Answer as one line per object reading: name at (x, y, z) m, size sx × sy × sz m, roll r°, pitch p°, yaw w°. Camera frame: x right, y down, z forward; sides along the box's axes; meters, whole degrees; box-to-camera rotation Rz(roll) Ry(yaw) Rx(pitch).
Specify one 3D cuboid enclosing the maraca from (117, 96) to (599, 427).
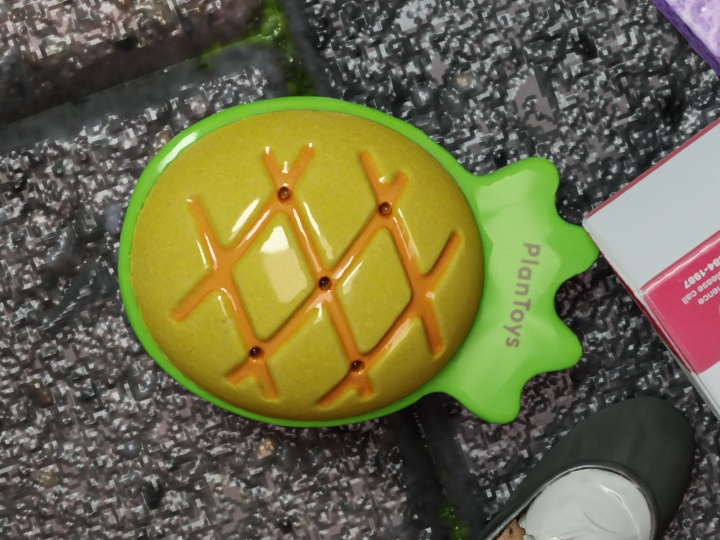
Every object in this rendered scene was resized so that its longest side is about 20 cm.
maraca at (0.000, 0.000, 0.781) m, size 0.199 × 0.107 × 0.137 m, roll 8°, pitch 101°, yaw -10°

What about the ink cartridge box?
ink cartridge box at (0.210, 0.023, 0.785) m, size 0.145 × 0.083 × 0.200 m, roll -36°, pitch 115°, yaw 4°

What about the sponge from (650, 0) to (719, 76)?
sponge at (0.228, -0.151, 0.805) m, size 0.200 × 0.030 × 0.112 m, roll -42°, pitch 99°, yaw 4°

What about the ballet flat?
ballet flat at (0.076, 0.139, 0.827) m, size 0.068 × 0.068 × 0.200 m, roll 44°, pitch 95°, yaw -8°
